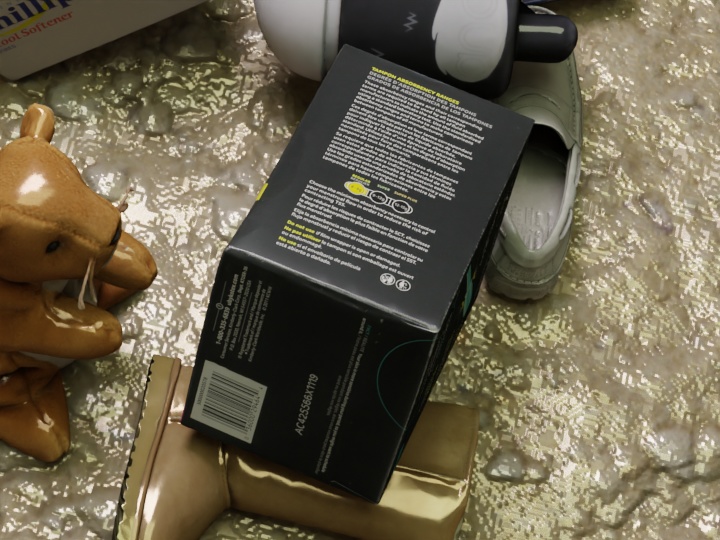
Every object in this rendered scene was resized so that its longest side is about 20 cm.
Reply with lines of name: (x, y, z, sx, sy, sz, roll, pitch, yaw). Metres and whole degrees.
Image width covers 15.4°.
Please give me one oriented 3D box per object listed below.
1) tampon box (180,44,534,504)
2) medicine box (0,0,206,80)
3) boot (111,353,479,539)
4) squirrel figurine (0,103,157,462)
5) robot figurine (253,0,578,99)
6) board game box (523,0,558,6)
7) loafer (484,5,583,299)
tampon box: (0.000, 0.000, 1.526, 0.126, 0.150, 0.200, 22, 42, 5)
medicine box: (-0.180, -0.248, 1.639, 0.181, 0.103, 0.201, -20, 65, 20)
boot: (-0.039, 0.137, 1.538, 0.199, 0.066, 0.176, 12, 64, -3)
squirrel figurine: (-0.216, -0.018, 1.520, 0.199, 0.187, 0.142, 28, 65, 6)
robot figurine: (0.034, -0.169, 1.619, 0.199, 0.125, 0.151, 5, 51, 2)
board game box: (0.068, -0.232, 1.716, 0.199, 0.035, 0.136, -12, 90, -13)
loafer: (0.109, -0.081, 1.657, 0.069, 0.070, 0.201, 4, 64, -6)
